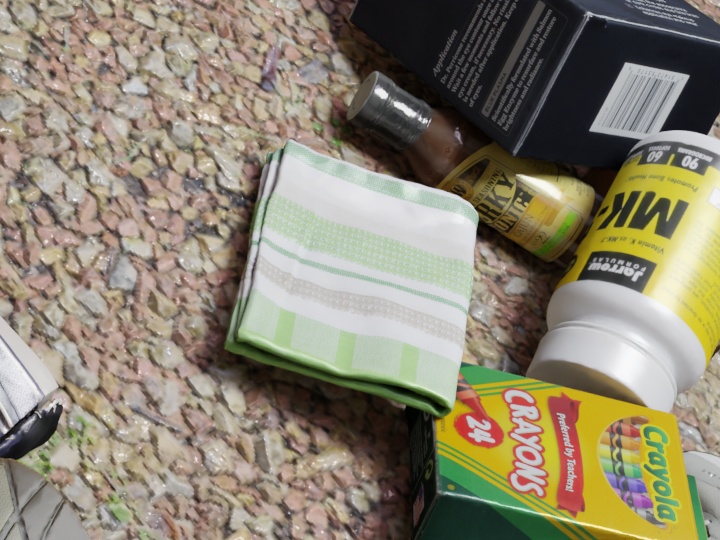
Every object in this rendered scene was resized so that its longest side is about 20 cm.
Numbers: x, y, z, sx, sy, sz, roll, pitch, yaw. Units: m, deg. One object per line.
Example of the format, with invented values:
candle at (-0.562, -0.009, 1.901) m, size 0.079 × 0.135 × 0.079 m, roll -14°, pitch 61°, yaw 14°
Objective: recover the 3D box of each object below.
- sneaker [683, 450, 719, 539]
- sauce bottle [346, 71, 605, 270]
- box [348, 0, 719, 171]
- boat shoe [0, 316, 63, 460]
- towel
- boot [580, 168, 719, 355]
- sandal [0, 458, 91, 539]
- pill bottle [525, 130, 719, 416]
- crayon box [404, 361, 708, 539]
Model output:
sneaker at (0.237, 0.206, 1.361) m, size 0.092 × 0.076 × 0.200 m, roll -11°, pitch 62°, yaw -41°
sauce bottle at (0.082, -0.072, 1.492) m, size 0.200 × 0.065 × 0.065 m, roll 30°, pitch 40°, yaw -14°
box at (0.136, -0.169, 1.524) m, size 0.197 × 0.118 × 0.200 m, roll 5°, pitch 30°, yaw -45°
boat shoe at (-0.246, 0.028, 1.097) m, size 0.200 × 0.075 × 0.093 m, roll 45°, pitch 30°, yaw 1°
towel at (0.000, 0.000, 1.334) m, size 0.149 × 0.031 × 0.200 m, roll 16°, pitch 38°, yaw -5°
boot at (0.216, -0.013, 1.555) m, size 0.155 × 0.074 × 0.200 m, roll 37°, pitch 35°, yaw 0°
sandal at (-0.152, 0.190, 1.055) m, size 0.082 × 0.055 × 0.200 m, roll -37°, pitch 97°, yaw -46°
pill bottle at (0.195, 0.013, 1.428) m, size 0.114 × 0.114 × 0.200 m, roll 36°, pitch 61°, yaw -9°
crayon box at (0.130, 0.130, 1.302) m, size 0.200 × 0.051 × 0.127 m, roll 14°, pitch 36°, yaw -12°
